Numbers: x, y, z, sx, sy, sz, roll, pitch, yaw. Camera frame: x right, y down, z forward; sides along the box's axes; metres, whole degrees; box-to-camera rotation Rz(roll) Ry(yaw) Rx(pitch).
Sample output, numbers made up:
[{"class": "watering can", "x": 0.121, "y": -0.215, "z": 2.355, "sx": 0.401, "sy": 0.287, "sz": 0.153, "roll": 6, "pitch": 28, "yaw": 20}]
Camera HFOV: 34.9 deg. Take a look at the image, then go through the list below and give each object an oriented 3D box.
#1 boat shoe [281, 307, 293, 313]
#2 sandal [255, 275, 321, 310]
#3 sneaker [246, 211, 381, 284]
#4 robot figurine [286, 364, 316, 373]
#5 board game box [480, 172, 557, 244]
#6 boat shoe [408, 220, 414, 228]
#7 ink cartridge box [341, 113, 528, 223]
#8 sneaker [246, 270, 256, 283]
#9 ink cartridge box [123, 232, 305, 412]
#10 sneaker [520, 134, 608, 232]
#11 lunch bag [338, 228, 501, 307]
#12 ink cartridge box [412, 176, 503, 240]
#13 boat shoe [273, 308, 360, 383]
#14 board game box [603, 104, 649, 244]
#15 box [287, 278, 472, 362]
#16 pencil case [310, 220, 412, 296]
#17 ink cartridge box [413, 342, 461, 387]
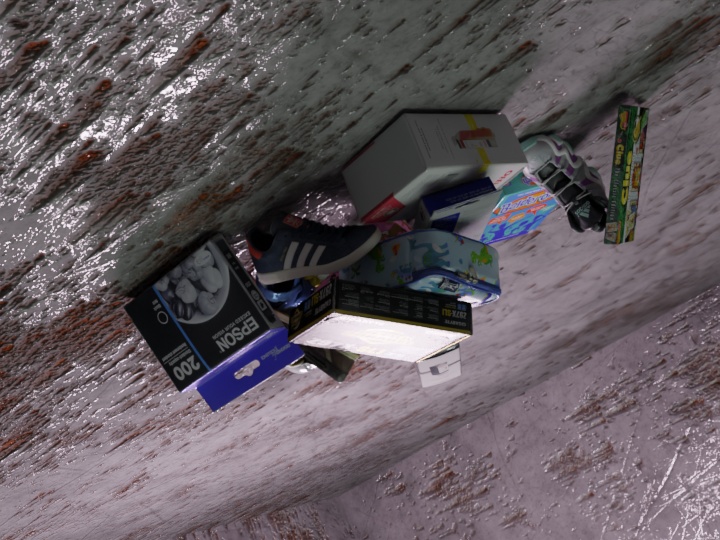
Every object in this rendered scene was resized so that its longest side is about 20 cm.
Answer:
[{"class": "boat shoe", "x": -0.185, "y": 0.092, "z": 1.839, "sx": 0.197, "sy": 0.067, "sz": 0.075, "roll": -19, "pitch": 163, "yaw": -13}, {"class": "sandal", "x": -0.109, "y": 0.022, "z": 1.674, "sx": 0.088, "sy": 0.079, "sz": 0.200, "roll": -56, "pitch": 159, "yaw": -12}, {"class": "sneaker", "x": -0.069, "y": -0.043, "z": 1.510, "sx": 0.198, "sy": 0.085, "sz": 0.075, "roll": -15, "pitch": -158, "yaw": 28}, {"class": "robot figurine", "x": -0.070, "y": 0.102, "z": 1.938, "sx": 0.198, "sy": 0.114, "sz": 0.170, "roll": -26, "pitch": -173, "yaw": 6}, {"class": "board game box", "x": 0.249, "y": -0.107, "z": 1.843, "sx": 0.150, "sy": 0.045, "sz": 0.200, "roll": -16, "pitch": 160, "yaw": -23}, {"class": "boat shoe", "x": 0.109, "y": -0.080, "z": 1.734, "sx": 0.199, "sy": 0.074, "sz": 0.067, "roll": -38, "pitch": 140, "yaw": 22}, {"class": "ink cartridge box", "x": 0.098, "y": -0.135, "z": 1.501, "sx": 0.198, "sy": 0.084, "sz": 0.145, "roll": -6, "pitch": 158, "yaw": -42}, {"class": "sneaker", "x": -0.221, "y": 0.041, "z": 1.644, "sx": 0.198, "sy": 0.088, "sz": 0.073, "roll": -5, "pitch": 178, "yaw": 31}, {"class": "ink cartridge box", "x": -0.204, "y": 0.082, "z": 1.567, "sx": 0.197, "sy": 0.201, "sz": 0.043, "roll": -34, "pitch": -177, "yaw": 32}, {"class": "sneaker", "x": 0.313, "y": -0.113, "z": 1.682, "sx": 0.199, "sy": 0.141, "sz": 0.078, "roll": 21, "pitch": 127, "yaw": -38}, {"class": "lunch bag", "x": 0.081, "y": 0.012, "z": 1.528, "sx": 0.199, "sy": 0.084, "sz": 0.160, "roll": -17, "pitch": 156, "yaw": 41}, {"class": "ink cartridge box", "x": 0.123, "y": -0.073, "z": 1.508, "sx": 0.098, "sy": 0.040, "sz": 0.200, "roll": -17, "pitch": 165, "yaw": -9}, {"class": "boat shoe", "x": -0.092, "y": 0.106, "z": 1.632, "sx": 0.067, "sy": 0.199, "sz": 0.072, "roll": -64, "pitch": 146, "yaw": -13}, {"class": "board game box", "x": 0.394, "y": -0.141, "z": 1.693, "sx": 0.023, "sy": 0.203, "sz": 0.104, "roll": 9, "pitch": -170, "yaw": 30}, {"class": "box", "x": 0.023, "y": 0.069, "z": 1.495, "sx": 0.198, "sy": 0.050, "sz": 0.159, "roll": 11, "pitch": 160, "yaw": -23}, {"class": "pencil case", "x": 0.000, "y": 0.000, "z": 1.653, "sx": 0.082, "sy": 0.086, "sz": 0.201, "roll": 29, "pitch": 99, "yaw": -43}, {"class": "ink cartridge box", "x": 0.120, "y": 0.109, "z": 2.033, "sx": 0.084, "sy": 0.147, "sz": 0.200, "roll": -19, "pitch": 160, "yaw": -2}]
